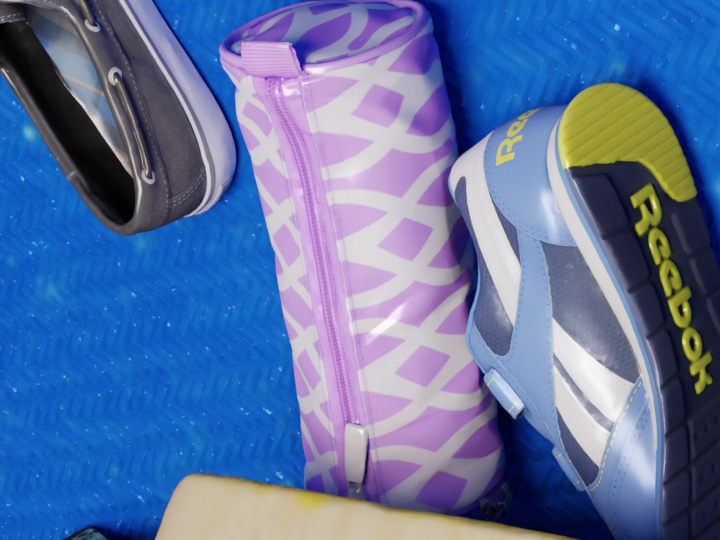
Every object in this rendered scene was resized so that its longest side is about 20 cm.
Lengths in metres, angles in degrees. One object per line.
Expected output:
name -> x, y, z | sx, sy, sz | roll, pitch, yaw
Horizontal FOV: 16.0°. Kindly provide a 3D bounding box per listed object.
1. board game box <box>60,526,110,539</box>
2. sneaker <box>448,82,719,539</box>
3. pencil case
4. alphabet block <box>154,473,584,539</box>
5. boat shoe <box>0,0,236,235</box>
board game box -> -0.071, 0.210, 1.091 | 0.201, 0.028, 0.135 | 66, 166, -9
sneaker -> 0.088, 0.034, 0.905 | 0.082, 0.074, 0.201 | -8, 102, 43
pencil case -> 0.000, 0.000, 0.940 | 0.083, 0.085, 0.201 | 3, 113, 37
alphabet block -> 0.022, 0.208, 0.892 | 0.194, 0.201, 0.196 | 6, 157, 34
boat shoe -> -0.128, -0.099, 0.996 | 0.070, 0.066, 0.201 | -30, 93, 41
